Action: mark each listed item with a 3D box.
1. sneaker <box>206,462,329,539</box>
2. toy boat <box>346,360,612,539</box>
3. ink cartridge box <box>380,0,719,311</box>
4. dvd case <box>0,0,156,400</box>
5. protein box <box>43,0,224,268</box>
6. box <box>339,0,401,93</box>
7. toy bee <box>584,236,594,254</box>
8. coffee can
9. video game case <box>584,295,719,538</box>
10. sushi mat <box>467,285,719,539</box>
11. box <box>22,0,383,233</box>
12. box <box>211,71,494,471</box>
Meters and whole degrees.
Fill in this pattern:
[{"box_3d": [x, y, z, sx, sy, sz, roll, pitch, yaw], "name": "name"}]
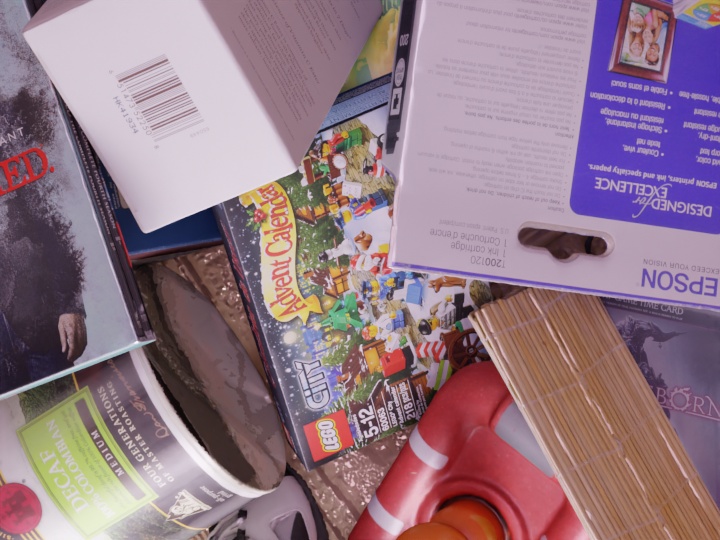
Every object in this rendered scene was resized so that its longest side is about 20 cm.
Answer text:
[{"box_3d": [-0.062, 0.181, 1.307, 0.074, 0.088, 0.201, -54, 50, 38], "name": "sneaker"}, {"box_3d": [0.055, 0.156, 1.285, 0.130, 0.131, 0.201, 38, 118, 15], "name": "toy boat"}, {"box_3d": [0.113, -0.088, 1.238, 0.196, 0.043, 0.202, 8, 88, -14], "name": "ink cartridge box"}, {"box_3d": [-0.196, -0.036, 1.169, 0.145, 0.022, 0.202, -20, 86, 27], "name": "dvd case"}, {"box_3d": [-0.170, -0.094, 1.275, 0.134, 0.200, 0.200, -14, 89, 26], "name": "protein box"}, {"box_3d": [0.090, -0.144, 1.302, 0.198, 0.036, 0.146, 15, 91, 7], "name": "box"}, {"box_3d": [0.247, -0.006, 1.303, 0.199, 0.109, 0.131, -35, 132, 16], "name": "toy bee"}, {"box_3d": [-0.163, 0.109, 1.300, 0.199, 0.146, 0.147, -32, 88, 16], "name": "coffee can"}, {"box_3d": [0.152, 0.105, 1.305, 0.142, 0.019, 0.202, 13, 108, 28], "name": "video game case"}, {"box_3d": [0.136, 0.094, 1.247, 0.012, 0.095, 0.201, -34, 82, 46], "name": "sushi mat"}, {"box_3d": [-0.076, -0.132, 1.198, 0.097, 0.200, 0.125, -21, 112, 25], "name": "box"}, {"box_3d": [0.000, 0.000, 1.293, 0.136, 0.038, 0.201, -24, 121, -12], "name": "box"}]
